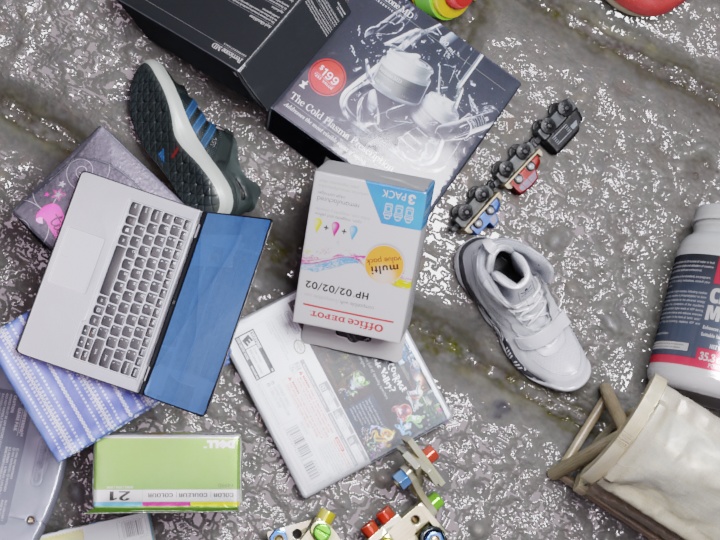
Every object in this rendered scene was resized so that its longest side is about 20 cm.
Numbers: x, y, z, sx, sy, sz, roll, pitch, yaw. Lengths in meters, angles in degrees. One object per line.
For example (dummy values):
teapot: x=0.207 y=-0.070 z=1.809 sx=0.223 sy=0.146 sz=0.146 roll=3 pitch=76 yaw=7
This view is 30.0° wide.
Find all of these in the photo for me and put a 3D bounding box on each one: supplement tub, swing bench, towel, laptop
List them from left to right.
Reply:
towel: x=-0.242 y=0.075 z=1.302 sx=0.200 sy=0.024 sz=0.145 roll=-31 pitch=89 yaw=-7
laptop: x=-0.203 y=0.016 z=1.245 sx=0.200 sy=0.116 sz=0.188 roll=19 pitch=82 yaw=-1
swing bench: x=0.323 y=0.212 z=1.366 sx=0.199 sy=0.200 sz=0.130 roll=33 pitch=82 yaw=-1
supplement tub: x=0.392 y=0.043 z=1.422 sx=0.140 sy=0.140 sz=0.200 roll=16 pitch=82 yaw=-4

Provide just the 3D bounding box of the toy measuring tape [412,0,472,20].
toy measuring tape: x=0.063 y=-0.305 z=1.435 sx=0.200 sy=0.073 sz=0.074 roll=-6 pitch=83 yaw=-45

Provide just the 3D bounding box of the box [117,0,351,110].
box: x=-0.132 y=-0.274 z=1.392 sx=0.200 sy=0.079 sz=0.141 roll=34 pitch=78 yaw=33

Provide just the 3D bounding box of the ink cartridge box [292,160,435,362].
ink cartridge box: x=0.000 y=0.000 z=1.358 sx=0.115 sy=0.068 sz=0.201 roll=11 pitch=107 yaw=7

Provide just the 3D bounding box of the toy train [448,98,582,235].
toy train: x=0.172 y=-0.107 z=1.473 sx=0.200 sy=0.034 sz=0.046 roll=-46 pitch=102 yaw=-9

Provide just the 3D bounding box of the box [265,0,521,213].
box: x=0.032 y=-0.175 z=1.429 sx=0.200 sy=0.104 sz=0.182 roll=35 pitch=80 yaw=-1

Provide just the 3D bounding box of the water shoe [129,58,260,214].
water shoe: x=-0.178 y=-0.136 z=1.430 sx=0.079 sy=0.071 sz=0.200 roll=-8 pitch=64 yaw=-48

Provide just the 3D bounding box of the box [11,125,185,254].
box: x=-0.237 y=-0.028 z=1.380 sx=0.200 sy=0.115 sz=0.132 roll=44 pitch=81 yaw=1

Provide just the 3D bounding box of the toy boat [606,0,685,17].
toy boat: x=0.344 y=-0.370 z=1.469 sx=0.200 sy=0.131 sz=0.131 roll=-38 pitch=88 yaw=-9

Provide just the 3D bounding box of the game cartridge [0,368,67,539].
game cartridge: x=-0.366 y=0.191 z=1.364 sx=0.133 sy=0.040 sz=0.200 roll=9 pitch=71 yaw=1

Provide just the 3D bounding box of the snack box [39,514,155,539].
snack box: x=-0.303 y=0.324 z=1.372 sx=0.199 sy=0.037 sz=0.116 roll=-12 pitch=83 yaw=-7

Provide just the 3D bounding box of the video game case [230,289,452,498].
video game case: x=-0.027 y=0.111 z=1.433 sx=0.182 sy=0.023 sz=0.200 roll=-27 pitch=86 yaw=-8

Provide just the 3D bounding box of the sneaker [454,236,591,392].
sneaker: x=0.177 y=0.045 z=1.413 sx=0.075 sy=0.115 sz=0.200 roll=-38 pitch=89 yaw=-8

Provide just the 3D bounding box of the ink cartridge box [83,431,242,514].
ink cartridge box: x=-0.188 y=0.196 z=1.316 sx=0.147 sy=0.200 sz=0.076 roll=1 pitch=83 yaw=-6

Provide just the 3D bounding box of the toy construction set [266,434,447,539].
toy construction set: x=0.014 y=0.263 z=1.390 sx=0.200 sy=0.092 sz=0.131 roll=-40 pitch=88 yaw=2
